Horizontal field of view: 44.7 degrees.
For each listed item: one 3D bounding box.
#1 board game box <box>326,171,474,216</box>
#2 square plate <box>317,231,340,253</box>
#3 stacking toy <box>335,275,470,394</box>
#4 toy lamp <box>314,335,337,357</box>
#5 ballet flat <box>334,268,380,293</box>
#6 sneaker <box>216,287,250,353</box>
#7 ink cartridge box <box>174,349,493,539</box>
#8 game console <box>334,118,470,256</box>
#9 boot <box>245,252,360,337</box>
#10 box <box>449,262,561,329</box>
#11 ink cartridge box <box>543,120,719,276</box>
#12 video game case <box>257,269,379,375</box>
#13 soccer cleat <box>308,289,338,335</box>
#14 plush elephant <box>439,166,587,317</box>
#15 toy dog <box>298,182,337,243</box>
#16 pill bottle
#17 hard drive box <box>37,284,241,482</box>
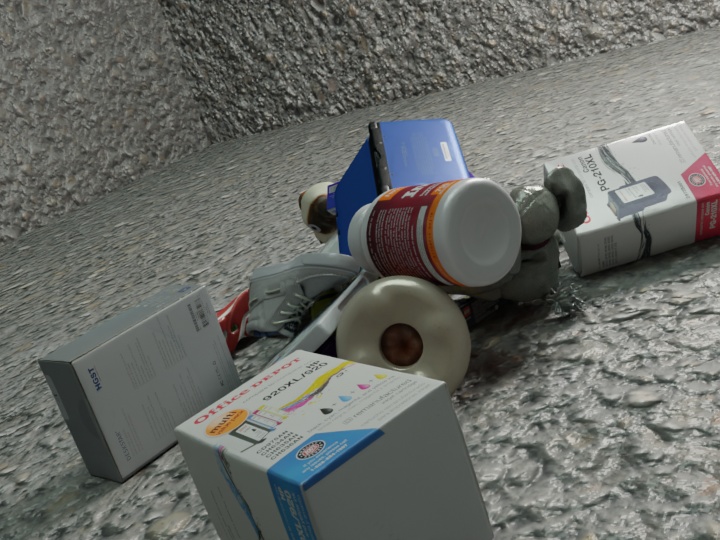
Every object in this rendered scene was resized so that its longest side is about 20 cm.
[{"bbox_3d":[0.069,-0.108,1.308,0.199,0.134,0.045,-16,59,31],"label":"board game box"},{"bbox_3d":[-0.054,-0.011,1.274,0.200,0.028,0.198,-52,5,-37],"label":"square plate"},{"bbox_3d":[0.064,0.071,1.000,0.145,0.147,0.200,-13,2,15],"label":"stacking toy"},{"bbox_3d":[0.010,0.066,1.090,0.200,0.058,0.058,-45,27,-23],"label":"toy lamp"},{"bbox_3d":[0.000,0.000,1.208,0.075,0.068,0.200,-10,21,21],"label":"ballet flat"},{"bbox_3d":[-0.209,0.074,1.305,0.115,0.079,0.200,-1,23,40],"label":"sneaker"},{"bbox_3d":[-0.026,0.169,0.707,0.147,0.145,0.200,-30,20,-32],"label":"ink cartridge box"},{"bbox_3d":[0.051,-0.106,1.181,0.170,0.119,0.200,-3,38,-3],"label":"game console"},{"bbox_3d":[-0.075,0.038,1.106,0.073,0.096,0.200,17,-19,-35],"label":"boot"},{"bbox_3d":[0.162,0.018,1.170,0.200,0.035,0.110,-29,21,-33],"label":"box"},{"bbox_3d":[0.356,-0.095,1.148,0.199,0.085,0.145,-17,48,3],"label":"ink cartridge box"},{"bbox_3d":[-0.068,0.087,1.050,0.200,0.024,0.182,-45,2,31],"label":"video game case"},{"bbox_3d":[-0.002,0.030,1.247,0.083,0.065,0.200,-9,18,33],"label":"soccer cleat"},{"bbox_3d":[0.185,-0.044,1.053,0.164,0.156,0.200,-27,36,-32],"label":"plush elephant"},{"bbox_3d":[-0.004,-0.112,1.497,0.199,0.195,0.139,-18,28,-23],"label":"toy dog"},{"bbox_3d":[0.073,-0.039,0.970,0.113,0.113,0.200,-28,15,-30],"label":"pill bottle"},{"bbox_3d":[-0.255,0.128,1.049,0.077,0.157,0.200,-2,23,43],"label":"hard drive box"}]
